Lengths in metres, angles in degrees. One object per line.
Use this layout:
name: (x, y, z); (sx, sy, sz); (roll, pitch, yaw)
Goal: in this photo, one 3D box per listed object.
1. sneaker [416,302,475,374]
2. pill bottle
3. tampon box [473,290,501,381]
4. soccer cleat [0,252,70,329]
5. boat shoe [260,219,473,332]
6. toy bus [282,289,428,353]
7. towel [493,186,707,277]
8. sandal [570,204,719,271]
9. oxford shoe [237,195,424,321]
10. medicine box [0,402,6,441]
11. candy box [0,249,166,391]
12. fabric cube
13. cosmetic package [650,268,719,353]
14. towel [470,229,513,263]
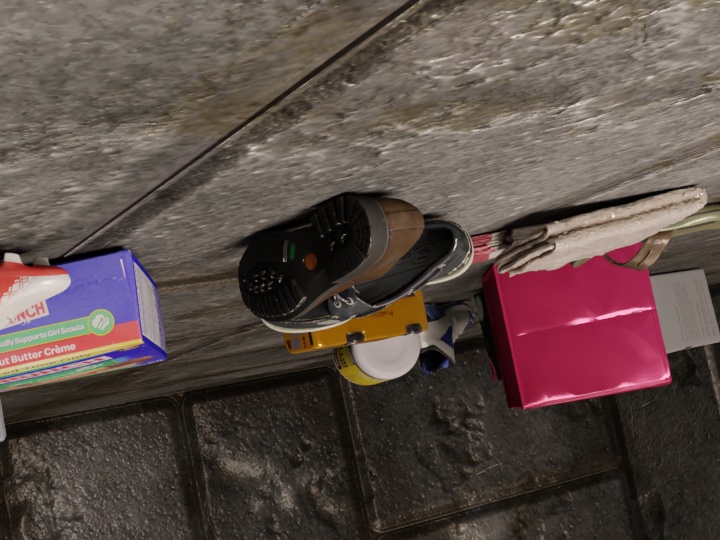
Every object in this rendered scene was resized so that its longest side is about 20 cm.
sneaker: (0.131, 0.118, 2.093); (0.080, 0.115, 0.199); (-14, 173, 29)
pill bottle: (0.018, 0.130, 1.998); (0.112, 0.113, 0.200); (-10, 173, -16)
tampon box: (0.275, 0.085, 1.917); (0.126, 0.150, 0.200); (-11, 173, -11)
soccer cleat: (-0.284, 0.042, 0.825); (0.200, 0.085, 0.069); (-13, 173, 11)
boat shoe: (0.001, 0.002, 1.055); (0.199, 0.075, 0.066); (-13, 171, 4)
toy bus: (-0.003, 0.065, 1.618); (0.200, 0.065, 0.078); (-6, 172, -43)
towel: (0.245, -0.037, 1.249); (0.200, 0.035, 0.133); (-15, 172, -21)
sandal: (0.349, -0.032, 1.461); (0.201, 0.057, 0.080); (-13, 173, 13)
oxford shoe: (-0.024, -0.006, 0.949); (0.084, 0.073, 0.200); (-9, 173, -41)
medicine box: (-0.548, 0.174, 1.402); (0.182, 0.103, 0.200); (-17, 172, 39)
candy box: (-0.248, 0.047, 0.970); (0.169, 0.077, 0.200); (-11, 172, -5)
fabric cube: (0.288, 0.078, 1.665); (0.199, 0.200, 0.196); (-11, 175, -1)
cosmetic package: (0.632, 0.098, 2.609); (0.200, 0.165, 0.165); (-7, 171, -38)
towel: (0.066, -0.006, 1.329); (0.200, 0.023, 0.144); (-12, 174, 2)
